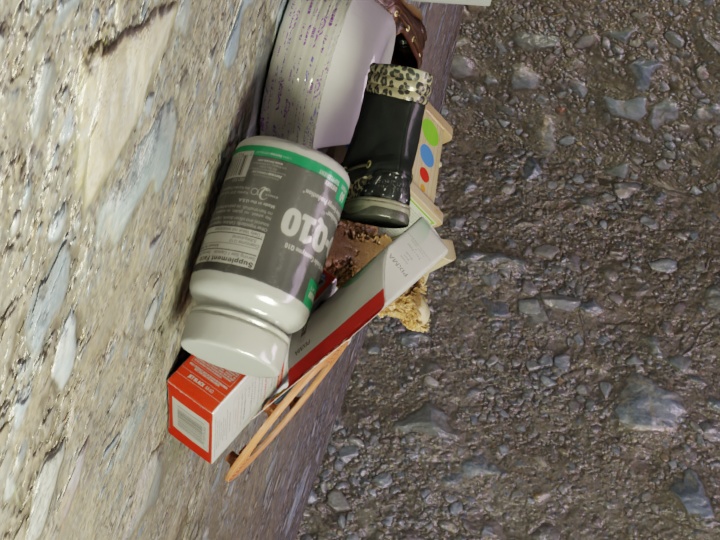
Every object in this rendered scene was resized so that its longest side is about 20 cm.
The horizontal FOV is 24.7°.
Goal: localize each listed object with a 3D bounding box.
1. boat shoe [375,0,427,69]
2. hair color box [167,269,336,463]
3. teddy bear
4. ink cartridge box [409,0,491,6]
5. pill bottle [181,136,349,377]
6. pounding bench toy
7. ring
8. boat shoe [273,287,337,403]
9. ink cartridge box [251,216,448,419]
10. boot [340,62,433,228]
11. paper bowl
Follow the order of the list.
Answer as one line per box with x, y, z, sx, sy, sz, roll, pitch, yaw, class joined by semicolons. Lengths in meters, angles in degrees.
0.021;-0.280;1.857;0.200;0.070;0.071;22;64;-57;boat shoe
-0.109;0.085;1.659;0.200;0.064;0.111;-46;161;-29;hair color box
0.000;0.000;1.760;0.067;0.199;0.146;-26;-114;42;teddy bear
0.101;-0.443;1.999;0.200;0.145;0.145;100;-11;-47;ink cartridge box
-0.090;-0.011;1.517;0.113;0.113;0.201;90;17;-74;pill bottle
0.038;-0.108;1.862;0.200;0.124;0.156;43;42;-35;pounding bench toy
-0.082;0.144;1.756;0.201;0.019;0.200;-50;175;-5;ring
-0.080;0.057;1.831;0.091;0.071;0.201;114;-1;-65;boat shoe
-0.020;0.044;1.546;0.161;0.050;0.200;-42;177;39;ink cartridge box
0.012;-0.123;1.631;0.203;0.073;0.154;-167;-92;-70;boot
-0.029;-0.212;1.717;0.201;0.104;0.201;18;90;-85;paper bowl
